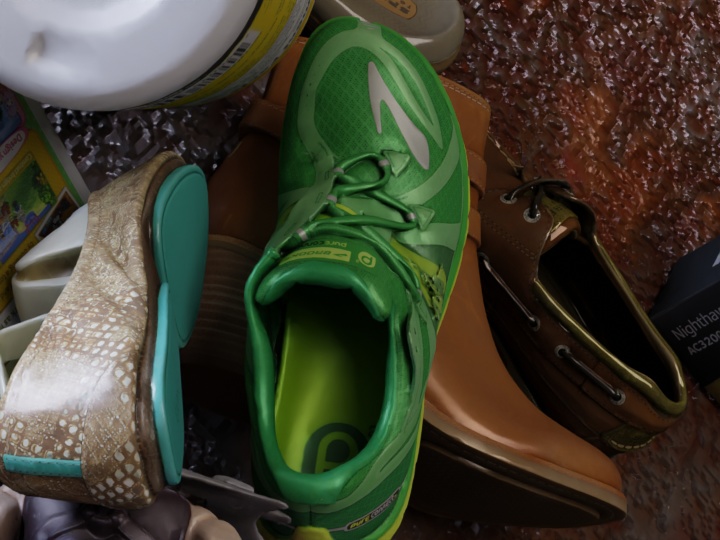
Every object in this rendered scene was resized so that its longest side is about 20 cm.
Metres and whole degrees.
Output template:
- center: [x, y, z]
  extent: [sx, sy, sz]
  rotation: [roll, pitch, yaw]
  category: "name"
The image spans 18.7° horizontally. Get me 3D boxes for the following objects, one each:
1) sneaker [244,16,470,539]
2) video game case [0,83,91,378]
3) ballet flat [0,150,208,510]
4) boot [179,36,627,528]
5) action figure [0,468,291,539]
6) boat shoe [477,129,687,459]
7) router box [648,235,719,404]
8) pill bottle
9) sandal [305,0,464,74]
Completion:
- center: [0.000, 0.000, 0.760]
  extent: [0.073, 0.084, 0.202]
  rotation: [2, 70, 3]
  category: "sneaker"
- center: [-0.164, -0.006, 0.705]
  extent: [0.200, 0.022, 0.183]
  rotation: [-57, 130, -43]
  category: "video game case"
- center: [-0.087, 0.013, 0.723]
  extent: [0.200, 0.065, 0.071]
  rotation: [-89, 174, -68]
  category: "ballet flat"
- center: [0.029, 0.007, 0.859]
  extent: [0.199, 0.077, 0.156]
  rotation: [21, 63, -8]
  category: "boot"
- center: [-0.086, 0.115, 0.662]
  extent: [0.129, 0.070, 0.200]
  rotation: [0, 30, 4]
  category: "action figure"
- center: [0.069, -0.014, 0.920]
  extent: [0.201, 0.068, 0.072]
  rotation: [54, 47, -2]
  category: "boat shoe"
- center: [0.250, 0.025, 0.960]
  extent: [0.157, 0.200, 0.052]
  rotation: [46, 45, -10]
  category: "router box"
- center: [-0.074, -0.113, 0.764]
  extent: [0.115, 0.114, 0.200]
  rotation: [56, 7, -1]
  category: "pill bottle"
- center: [-0.036, -0.153, 0.901]
  extent: [0.199, 0.054, 0.081]
  rotation: [33, 47, -4]
  category: "sandal"
